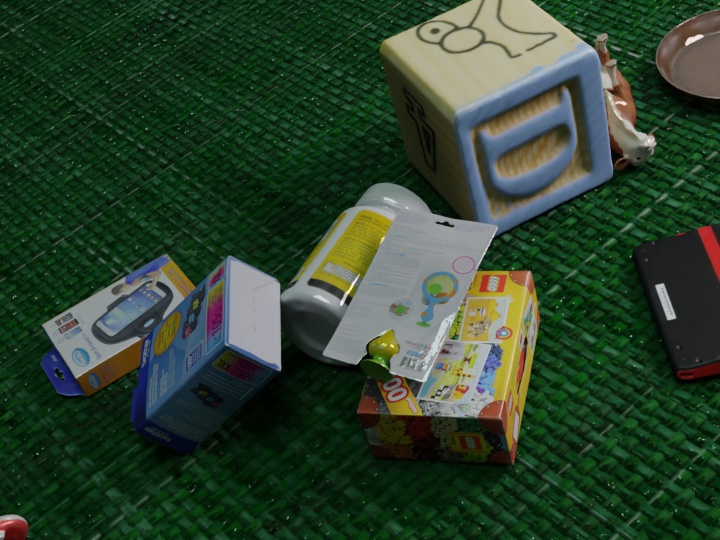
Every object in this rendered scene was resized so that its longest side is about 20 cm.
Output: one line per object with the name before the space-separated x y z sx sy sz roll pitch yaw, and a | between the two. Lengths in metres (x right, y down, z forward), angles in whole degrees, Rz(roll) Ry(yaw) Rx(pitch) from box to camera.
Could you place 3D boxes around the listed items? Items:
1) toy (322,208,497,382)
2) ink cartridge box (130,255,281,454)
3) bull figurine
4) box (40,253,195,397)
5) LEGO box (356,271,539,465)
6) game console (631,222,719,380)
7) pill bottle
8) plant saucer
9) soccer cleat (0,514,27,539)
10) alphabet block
toy | 0.056 0.030 1.236 0.115 0.047 0.200 12 53 25
ink cartridge box | -0.173 0.100 1.290 0.200 0.076 0.137 -44 32 30
bull figurine | 0.305 -0.212 1.482 0.065 0.122 0.200 -23 35 7
box | -0.288 0.068 1.437 0.200 0.042 0.119 -30 43 -17
LEGO box | 0.096 0.097 1.245 0.148 0.077 0.200 -1 44 19
game console | 0.393 0.023 1.263 0.176 0.031 0.200 -16 41 9
pill bottle | 0.000 0.000 1.355 0.114 0.115 0.200 12 50 29
plant saucer | 0.481 -0.270 1.540 0.199 0.032 0.201 -10 41 9
soccer cleat | -0.436 0.296 1.225 0.200 0.069 0.085 -32 47 -9
alphabet block | 0.163 -0.192 1.443 0.195 0.197 0.200 -25 42 -10
